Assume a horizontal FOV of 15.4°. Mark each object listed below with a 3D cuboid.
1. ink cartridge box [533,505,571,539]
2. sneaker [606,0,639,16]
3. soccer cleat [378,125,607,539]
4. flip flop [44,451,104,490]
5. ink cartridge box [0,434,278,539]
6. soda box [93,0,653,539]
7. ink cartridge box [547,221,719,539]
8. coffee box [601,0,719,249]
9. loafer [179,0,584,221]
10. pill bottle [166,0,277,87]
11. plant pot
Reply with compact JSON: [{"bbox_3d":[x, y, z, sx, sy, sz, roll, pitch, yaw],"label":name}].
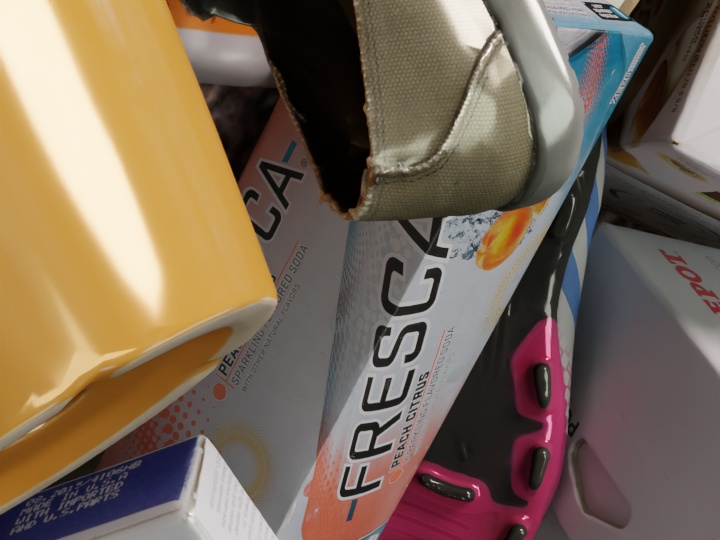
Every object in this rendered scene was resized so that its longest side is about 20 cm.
[{"bbox_3d":[0.029,0.172,0.916,0.200,0.084,0.145,-40,150,-25],"label":"ink cartridge box"},{"bbox_3d":[0.055,-0.136,0.857,0.090,0.200,0.067,28,120,-5],"label":"sneaker"},{"bbox_3d":[0.039,0.020,0.863,0.070,0.086,0.201,14,102,-1],"label":"soccer cleat"},{"bbox_3d":[-0.084,0.041,0.825,0.200,0.057,0.081,19,90,-50],"label":"flip flop"},{"bbox_3d":[-0.082,0.157,0.780,0.200,0.196,0.043,58,24,-29],"label":"ink cartridge box"},{"bbox_3d":[0.000,0.000,0.763,0.063,0.068,0.200,-5,127,-55],"label":"soda box"},{"bbox_3d":[0.167,0.069,0.871,0.199,0.145,0.084,12,115,-29],"label":"ink cartridge box"},{"bbox_3d":[0.128,-0.071,0.877,0.079,0.200,0.115,24,86,-8],"label":"coffee box"},{"bbox_3d":[-0.016,-0.099,0.665,0.070,0.075,0.200,-26,83,-28],"label":"loafer"},{"bbox_3d":[-0.044,-0.159,0.769,0.113,0.113,0.201,-1,104,-40],"label":"pill bottle"},{"bbox_3d":[-0.120,-0.035,0.638,0.200,0.200,0.184,-29,82,-31],"label":"plant pot"}]
